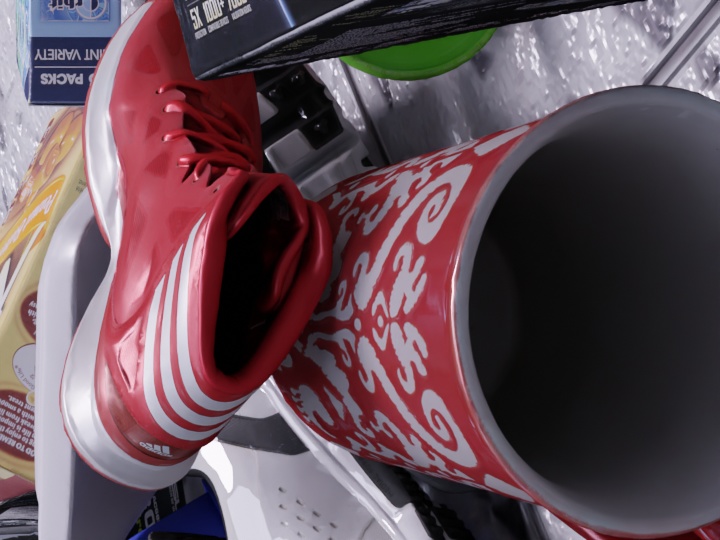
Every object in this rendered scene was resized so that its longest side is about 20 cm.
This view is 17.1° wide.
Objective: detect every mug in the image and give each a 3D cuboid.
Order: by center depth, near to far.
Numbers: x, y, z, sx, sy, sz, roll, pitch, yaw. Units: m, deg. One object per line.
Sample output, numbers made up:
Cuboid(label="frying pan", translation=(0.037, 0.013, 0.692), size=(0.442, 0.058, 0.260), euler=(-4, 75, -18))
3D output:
Cuboid(label="mug", translation=(0.052, 0.036, 0.803), size=(0.200, 0.133, 0.179), euler=(177, 83, -67))

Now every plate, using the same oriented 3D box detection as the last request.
Cuboid(label="plate", translation=(-0.099, 0.017, 1.046), size=(0.032, 0.200, 0.201), euler=(15, 125, 11))

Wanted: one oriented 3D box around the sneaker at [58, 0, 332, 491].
Cuboid(label="sneaker", translation=(-0.043, -0.030, 0.841), size=(0.115, 0.078, 0.201), euler=(-33, 48, 46))

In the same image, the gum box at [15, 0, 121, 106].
Cuboid(label="gum box", translation=(-0.134, -0.185, 1.082), size=(0.170, 0.044, 0.201), euler=(-131, 40, -75))

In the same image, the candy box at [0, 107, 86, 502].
Cuboid(label="candy box", translation=(-0.148, 0.009, 1.143), size=(0.115, 0.055, 0.201), euler=(-23, 41, 64))

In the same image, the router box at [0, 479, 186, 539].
Cuboid(label="router box", translation=(-0.131, 0.202, 1.211), size=(0.150, 0.062, 0.201), euler=(-34, -63, -70))

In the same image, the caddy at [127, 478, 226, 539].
Cuboid(label="caddy", translation=(-0.045, 0.192, 1.086), size=(0.201, 0.104, 0.142), euler=(62, 172, 21))

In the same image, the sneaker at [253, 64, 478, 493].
Cuboid(label="sneaker", translation=(0.000, 0.000, 0.964), size=(0.201, 0.066, 0.091), euler=(57, 177, 7))

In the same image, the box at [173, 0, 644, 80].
Cuboid(label="box", translation=(0.064, -0.120, 0.626), size=(0.164, 0.199, 0.087), euler=(-12, 90, 64))

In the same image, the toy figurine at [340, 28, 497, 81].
Cuboid(label="toy figurine", translation=(-0.037, -0.153, 0.938), size=(0.200, 0.150, 0.184), euler=(53, 168, -5))

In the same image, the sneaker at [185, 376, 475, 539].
Cuboid(label="sneaker", translation=(0.000, 0.115, 0.947), size=(0.200, 0.080, 0.074), euler=(51, -172, 25))

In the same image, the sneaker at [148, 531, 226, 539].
Cuboid(label="sneaker", translation=(-0.015, 0.186, 0.975), size=(0.199, 0.077, 0.089), euler=(30, 102, 15))
